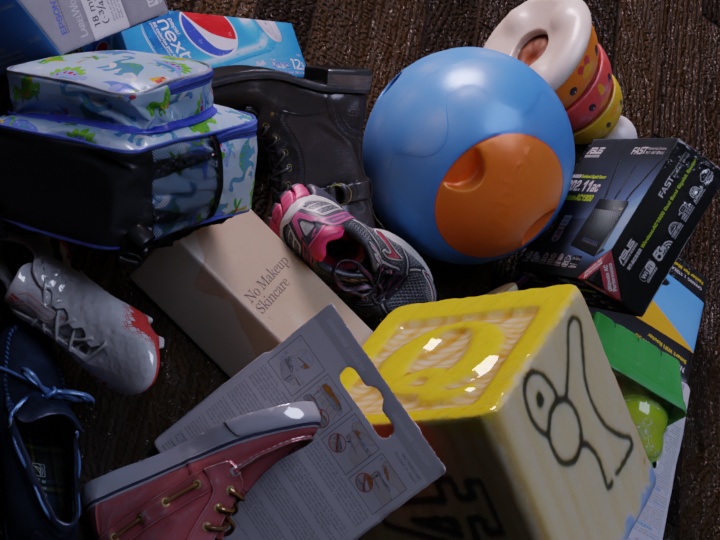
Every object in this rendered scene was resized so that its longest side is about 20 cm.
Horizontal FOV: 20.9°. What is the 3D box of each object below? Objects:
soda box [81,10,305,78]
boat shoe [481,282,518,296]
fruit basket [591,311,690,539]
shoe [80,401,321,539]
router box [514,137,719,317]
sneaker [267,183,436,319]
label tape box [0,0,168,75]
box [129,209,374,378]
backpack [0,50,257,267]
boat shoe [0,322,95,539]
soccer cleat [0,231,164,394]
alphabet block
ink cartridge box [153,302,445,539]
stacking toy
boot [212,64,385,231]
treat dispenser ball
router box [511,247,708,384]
[{"bbox_3d":[-0.149,-0.190,1.772,0.199,0.068,0.065,0,61,-39],"label":"soda box"},{"bbox_3d":[0.118,0.060,1.743,0.071,0.201,0.066,-26,83,-5],"label":"boat shoe"},{"bbox_3d":[0.223,0.152,1.837,0.184,0.094,0.201,29,62,-19],"label":"fruit basket"},{"bbox_3d":[-0.111,0.174,1.472,0.071,0.199,0.092,39,30,-72],"label":"shoe"},{"bbox_3d":[0.234,-0.043,1.784,0.062,0.200,0.150,35,83,-16],"label":"router box"},{"bbox_3d":[0.000,0.000,1.716,0.199,0.081,0.075,30,8,-44],"label":"sneaker"},{"bbox_3d":[-0.280,-0.201,1.612,0.200,0.143,0.064,-32,106,-47],"label":"label tape box"},{"bbox_3d":[-0.088,0.033,1.655,0.200,0.078,0.095,44,43,-5],"label":"box"},{"bbox_3d":[-0.179,-0.097,1.534,0.199,0.182,0.148,-14,112,-57],"label":"backpack"},{"bbox_3d":[-0.234,0.123,1.476,0.084,0.069,0.201,5,55,-37],"label":"boat shoe"},{"bbox_3d":[-0.228,0.030,1.507,0.085,0.069,0.200,11,26,-50],"label":"soccer cleat"},{"bbox_3d":[0.100,0.151,1.592,0.195,0.195,0.201,-50,122,-49],"label":"alphabet block"},{"bbox_3d":[-0.043,0.142,1.525,0.161,0.200,0.050,54,20,7],"label":"ink cartridge box"},{"bbox_3d":[0.231,-0.185,2.058,0.200,0.145,0.147,37,41,-35],"label":"stacking toy"},{"bbox_3d":[-0.068,-0.093,1.728,0.198,0.069,0.176,-2,100,-17],"label":"boot"},{"bbox_3d":[0.100,-0.107,1.819,0.200,0.201,0.202,21,49,-26],"label":"treat dispenser ball"},{"bbox_3d":[0.252,0.017,1.962,0.199,0.051,0.150,34,47,-15],"label":"router box"}]
